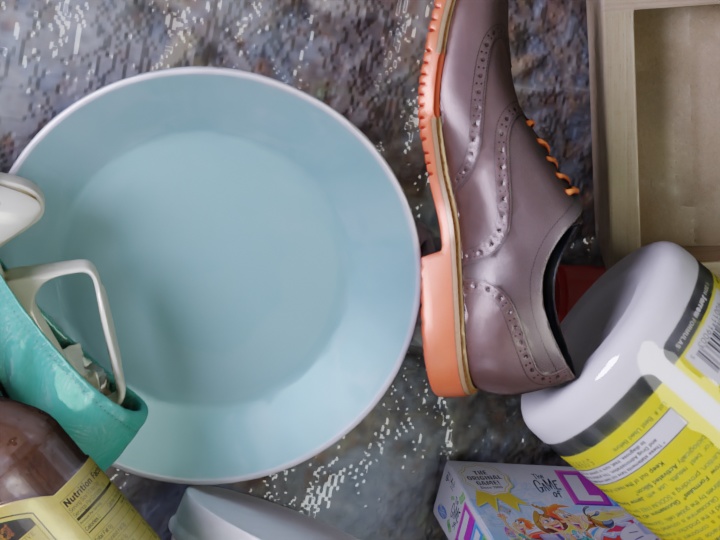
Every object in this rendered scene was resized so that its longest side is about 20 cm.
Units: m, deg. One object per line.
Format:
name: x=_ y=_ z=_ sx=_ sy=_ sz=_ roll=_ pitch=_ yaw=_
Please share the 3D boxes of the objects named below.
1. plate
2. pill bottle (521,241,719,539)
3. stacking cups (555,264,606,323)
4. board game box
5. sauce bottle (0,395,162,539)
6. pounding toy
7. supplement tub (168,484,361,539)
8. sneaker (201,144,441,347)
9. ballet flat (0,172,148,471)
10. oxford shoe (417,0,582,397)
plate: x=-0.071 y=0.003 z=0.822 sx=0.198 sy=0.026 sz=0.202 roll=-1 pitch=112 yaw=-3
pill bottle: x=0.182 y=0.089 z=0.864 sx=0.200 sy=0.112 sz=0.113 roll=40 pitch=80 yaw=-8
stacking cups: x=0.197 y=0.023 z=0.986 sx=0.197 sy=0.061 sz=0.061 roll=3 pitch=102 yaw=-6
board game box: x=0.152 y=0.153 z=0.948 sx=0.198 sy=0.135 sz=0.035 roll=5 pitch=114 yaw=-20
sauce bottle: x=-0.129 y=0.102 z=0.739 sx=0.065 sy=0.065 sz=0.200 roll=-42 pitch=95 yaw=-16
pounding toy: x=0.220 y=-0.076 z=0.944 sx=0.197 sy=0.142 sz=0.186 roll=-3 pitch=107 yaw=3
supplement tub: x=-0.062 y=0.216 z=0.848 sx=0.143 sy=0.144 sz=0.202 roll=21 pitch=90 yaw=-34
sneaker: x=0.000 y=0.000 z=0.882 sx=0.200 sy=0.075 sz=0.081 roll=41 pitch=89 yaw=-27
ballet flat: x=-0.152 y=0.002 z=0.773 sx=0.070 sy=0.067 sz=0.201 roll=-33 pitch=115 yaw=-6
oxford shoe: x=0.066 y=-0.045 z=0.819 sx=0.071 sy=0.072 sz=0.203 roll=-12 pitch=101 yaw=-75
